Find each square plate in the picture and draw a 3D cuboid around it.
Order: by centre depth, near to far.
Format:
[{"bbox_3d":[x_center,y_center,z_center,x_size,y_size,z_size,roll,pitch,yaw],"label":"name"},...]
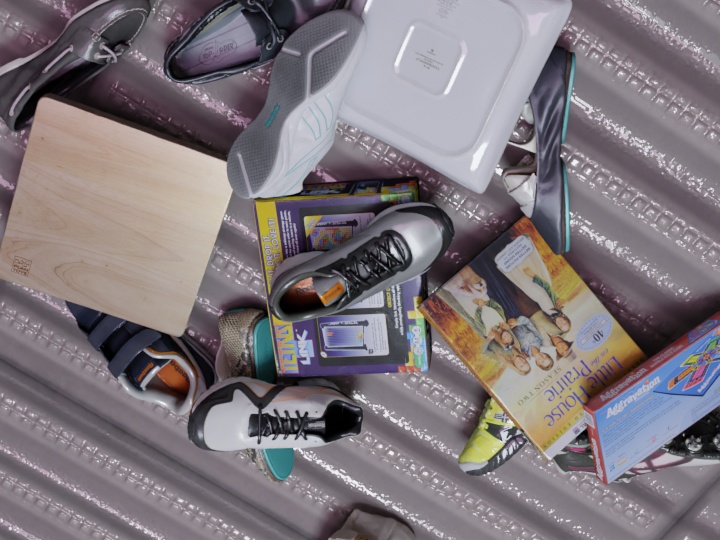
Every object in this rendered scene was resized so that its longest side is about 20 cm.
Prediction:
[{"bbox_3d":[0.065,-0.199,0.941,0.199,0.028,0.199,29,115,11],"label":"square plate"}]

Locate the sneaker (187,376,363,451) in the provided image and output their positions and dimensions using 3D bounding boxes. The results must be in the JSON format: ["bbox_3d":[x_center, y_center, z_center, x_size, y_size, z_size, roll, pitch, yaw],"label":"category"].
[{"bbox_3d":[-0.083,0.150,1.046,0.199,0.080,0.074,-4,102,-37],"label":"sneaker"}]

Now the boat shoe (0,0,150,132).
[{"bbox_3d":[-0.275,-0.199,0.979,0.199,0.067,0.057,-25,79,23],"label":"boat shoe"}]

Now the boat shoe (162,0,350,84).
[{"bbox_3d":[-0.102,-0.227,0.950,0.199,0.066,0.075,-16,108,16],"label":"boat shoe"}]

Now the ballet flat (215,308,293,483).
[{"bbox_3d":[-0.121,0.135,1.115,0.075,0.068,0.201,2,109,29],"label":"ballet flat"}]

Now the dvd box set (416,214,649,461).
[{"bbox_3d":[0.174,0.066,1.009,0.146,0.029,0.200,-39,89,-6],"label":"dvd box set"}]

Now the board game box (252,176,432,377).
[{"bbox_3d":[-0.015,0.009,1.048,0.164,0.057,0.201,-2,112,9],"label":"board game box"}]

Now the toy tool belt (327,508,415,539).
[{"bbox_3d":[-0.003,0.387,1.166,0.124,0.123,0.201,14,114,1],"label":"toy tool belt"}]

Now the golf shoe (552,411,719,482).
[{"bbox_3d":[0.302,0.184,1.086,0.199,0.077,0.088,4,133,7],"label":"golf shoe"}]

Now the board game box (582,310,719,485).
[{"bbox_3d":[0.309,0.122,1.011,0.199,0.019,0.103,-30,126,-17],"label":"board game box"}]

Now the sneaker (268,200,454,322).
[{"bbox_3d":[0.000,0.000,0.970,0.199,0.079,0.074,-26,105,15],"label":"sneaker"}]

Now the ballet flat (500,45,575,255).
[{"bbox_3d":[0.168,-0.113,0.971,0.073,0.073,0.201,0,106,6],"label":"ballet flat"}]

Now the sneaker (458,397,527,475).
[{"bbox_3d":[0.164,0.131,1.076,0.076,0.075,0.200,37,101,-1],"label":"sneaker"}]

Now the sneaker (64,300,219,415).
[{"bbox_3d":[-0.242,0.076,1.090,0.200,0.079,0.078,38,112,-8],"label":"sneaker"}]

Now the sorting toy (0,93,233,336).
[{"bbox_3d":[-0.243,-0.061,1.029,0.199,0.070,0.199,19,112,-9],"label":"sorting toy"}]

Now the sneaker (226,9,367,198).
[{"bbox_3d":[-0.051,-0.155,0.958,0.070,0.080,0.201,45,112,28],"label":"sneaker"}]
